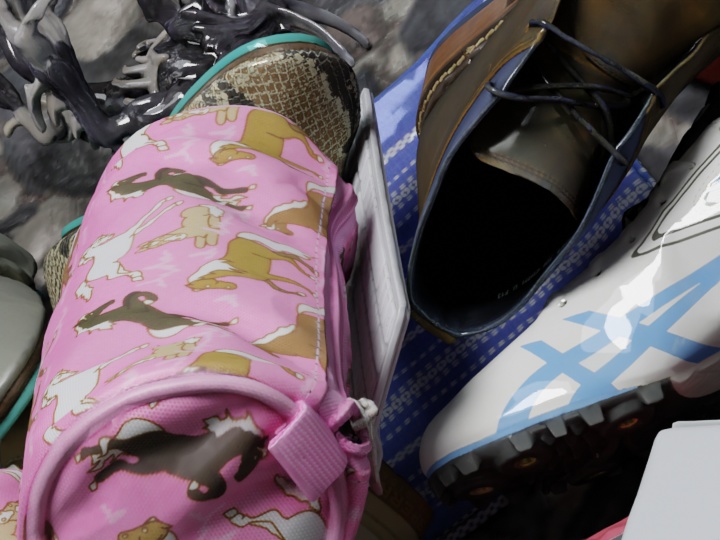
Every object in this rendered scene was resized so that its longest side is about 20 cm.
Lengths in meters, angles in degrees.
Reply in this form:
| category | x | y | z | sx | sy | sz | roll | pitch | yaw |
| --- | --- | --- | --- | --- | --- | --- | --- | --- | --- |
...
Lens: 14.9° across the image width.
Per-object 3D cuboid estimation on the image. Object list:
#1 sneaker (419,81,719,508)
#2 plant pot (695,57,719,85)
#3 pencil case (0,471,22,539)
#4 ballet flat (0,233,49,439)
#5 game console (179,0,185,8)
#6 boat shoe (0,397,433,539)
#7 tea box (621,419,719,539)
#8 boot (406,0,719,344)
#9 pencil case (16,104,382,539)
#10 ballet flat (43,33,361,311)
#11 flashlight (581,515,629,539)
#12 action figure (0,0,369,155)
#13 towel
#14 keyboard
| category | x | y | z | sx | sy | sz | roll | pitch | yaw |
| --- | --- | --- | --- | --- | --- | --- | --- | --- | --- |
| sneaker | 0.096 | -0.004 | 0.778 | 0.200 | 0.072 | 0.073 | -36 | 70 | -1 |
| plant pot | 0.099 | -0.179 | 0.879 | 0.200 | 0.200 | 0.176 | -56 | 25 | -17 |
| pencil case | -0.041 | 0.133 | 0.707 | 0.199 | 0.083 | 0.087 | 32 | 76 | 25 |
| ballet flat | -0.145 | 0.019 | 0.950 | 0.068 | 0.064 | 0.200 | -53 | 10 | 2 |
| game console | 0.003 | -0.202 | 1.127 | 0.199 | 0.116 | 0.177 | -33 | 67 | 16 |
| boat shoe | -0.061 | 0.076 | 0.854 | 0.200 | 0.073 | 0.063 | 0 | 56 | 56 |
| tea box | 0.145 | 0.139 | 0.546 | 0.199 | 0.134 | 0.198 | -8 | 49 | 39 |
| boot | 0.075 | -0.059 | 0.747 | 0.200 | 0.074 | 0.097 | -49 | 18 | 45 |
| pencil case | -0.040 | 0.022 | 0.730 | 0.200 | 0.086 | 0.083 | -95 | 24 | -67 |
| ballet flat | -0.051 | -0.006 | 0.911 | 0.200 | 0.067 | 0.076 | -37 | 56 | 57 |
| flashlight | 0.089 | 0.066 | 0.739 | 0.199 | 0.068 | 0.068 | -31 | 75 | 24 |
| action figure | -0.103 | -0.087 | 1.016 | 0.199 | 0.103 | 0.119 | -14 | 21 | 12 |
| towel | 0.028 | -0.001 | 0.897 | 0.145 | 0.024 | 0.200 | -40 | 36 | 8 |
| keyboard | 0.000 | 0.000 | 0.826 | 0.200 | 0.011 | 0.057 | -98 | 17 | -69 |
